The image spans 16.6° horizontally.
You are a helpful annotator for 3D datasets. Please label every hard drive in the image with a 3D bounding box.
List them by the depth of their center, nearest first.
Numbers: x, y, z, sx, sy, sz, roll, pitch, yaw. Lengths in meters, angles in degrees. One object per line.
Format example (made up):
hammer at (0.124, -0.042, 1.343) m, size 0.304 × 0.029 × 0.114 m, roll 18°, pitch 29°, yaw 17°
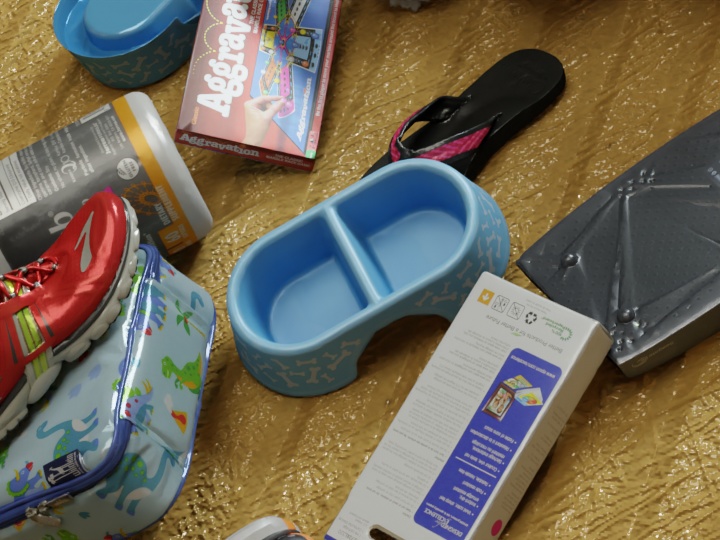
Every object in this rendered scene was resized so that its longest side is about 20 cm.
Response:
hard drive at (0.215, -0.021, 1.589) m, size 0.200 × 0.042 × 0.135 m, roll -35°, pitch 47°, yaw -9°

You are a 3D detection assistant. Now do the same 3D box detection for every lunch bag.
lunch bag at (-0.182, 0.091, 1.607) m, size 0.160 × 0.082 × 0.201 m, roll -24°, pitch 41°, yaw 33°

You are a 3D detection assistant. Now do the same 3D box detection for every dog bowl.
dog bowl at (0.000, 0.000, 1.630) m, size 0.200 × 0.050 × 0.112 m, roll -30°, pitch 61°, yaw 3°
dog bowl at (-0.148, -0.219, 1.903) m, size 0.111 × 0.050 × 0.200 m, roll 25°, pitch 63°, yaw 36°

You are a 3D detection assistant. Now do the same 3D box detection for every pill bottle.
pill bottle at (-0.213, -0.032, 1.723) m, size 0.199 × 0.117 × 0.117 m, roll -28°, pitch 46°, yaw -3°

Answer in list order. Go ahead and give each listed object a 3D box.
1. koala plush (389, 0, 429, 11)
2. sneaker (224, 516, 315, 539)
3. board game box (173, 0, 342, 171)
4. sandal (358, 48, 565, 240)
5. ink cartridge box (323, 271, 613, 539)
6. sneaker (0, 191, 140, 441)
koala plush at (0.088, -0.279, 1.805) m, size 0.199 × 0.184 × 0.178 m, roll -13°, pitch 62°, yaw 36°
sneaker at (-0.085, 0.237, 1.466) m, size 0.200 × 0.078 × 0.112 m, roll -40°, pitch 47°, yaw -14°
board game box at (-0.070, -0.166, 1.808) m, size 0.103 × 0.019 × 0.201 m, roll 11°, pitch 55°, yaw -4°
sandal at (0.061, -0.095, 1.714) m, size 0.200 × 0.045 × 0.075 m, roll -44°, pitch 51°, yaw -17°
ink cartridge box at (0.067, 0.104, 1.530) m, size 0.095 × 0.037 × 0.200 m, roll 25°, pitch 77°, yaw 36°
sneaker at (-0.217, 0.026, 1.559) m, size 0.200 × 0.085 × 0.077 m, roll -53°, pitch 34°, yaw -6°
